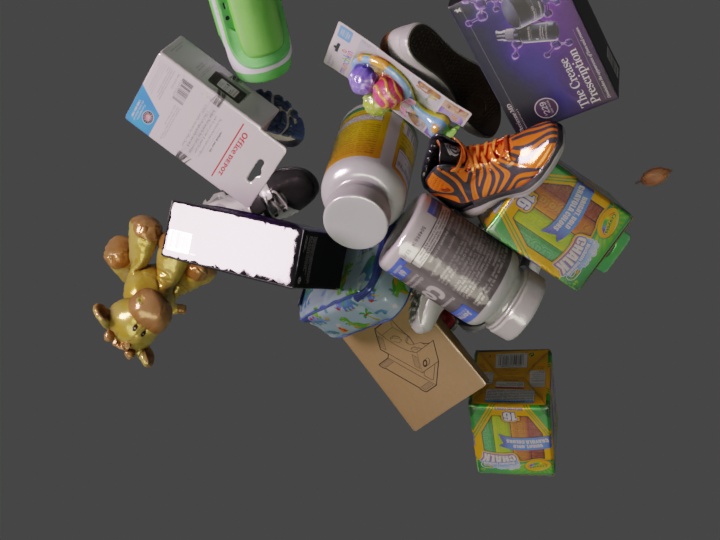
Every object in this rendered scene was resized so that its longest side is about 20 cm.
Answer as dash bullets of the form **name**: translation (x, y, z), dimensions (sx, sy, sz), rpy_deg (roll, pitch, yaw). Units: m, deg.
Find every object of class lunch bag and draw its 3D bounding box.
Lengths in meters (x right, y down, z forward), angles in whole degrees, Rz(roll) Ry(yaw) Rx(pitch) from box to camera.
- **lunch bag**: translation (0.000, 0.000, 1.563), dimensions (0.082, 0.162, 0.199), rpy_deg (31, 151, -23)

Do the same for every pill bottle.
- **pill bottle**: translation (0.133, -0.001, 1.437), dimensions (0.199, 0.114, 0.114), rpy_deg (32, 129, -7)
- **pill bottle**: translation (0.010, -0.122, 1.452), dimensions (0.111, 0.201, 0.114), rpy_deg (6, 131, 7)

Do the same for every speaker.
- **speaker**: translation (-0.142, -0.338, 1.381), dimensions (0.087, 0.089, 0.202), rpy_deg (-2, 129, 14)

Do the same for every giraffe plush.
- **giraffe plush**: translation (-0.329, 0.044, 1.688), dimensions (0.171, 0.163, 0.201), rpy_deg (25, 130, -10)

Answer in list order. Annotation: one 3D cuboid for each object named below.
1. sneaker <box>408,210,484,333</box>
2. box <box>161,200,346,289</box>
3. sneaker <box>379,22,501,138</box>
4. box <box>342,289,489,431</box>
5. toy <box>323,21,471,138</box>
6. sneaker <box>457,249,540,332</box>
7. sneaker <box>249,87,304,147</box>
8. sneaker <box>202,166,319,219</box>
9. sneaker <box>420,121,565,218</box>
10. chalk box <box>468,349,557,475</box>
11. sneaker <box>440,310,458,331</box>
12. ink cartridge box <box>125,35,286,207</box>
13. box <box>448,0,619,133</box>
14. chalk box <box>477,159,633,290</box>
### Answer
- **sneaker**: translation (0.125, 0.000, 1.538), dimensions (0.080, 0.202, 0.076), rpy_deg (25, 160, -11)
- **box**: translation (-0.136, -0.033, 1.460), dimensions (0.198, 0.141, 0.080), rpy_deg (13, 91, 23)
- **sneaker**: translation (0.104, -0.245, 1.433), dimensions (0.200, 0.073, 0.084), rpy_deg (42, 161, -32)
- **box**: translation (0.070, 0.118, 1.610), dimensions (0.201, 0.021, 0.163), rpy_deg (52, 131, 2)
- **toy**: translation (0.036, -0.219, 1.412), dimensions (0.199, 0.047, 0.115), rpy_deg (32, 160, -2)
- **sneaker**: translation (0.172, 0.006, 1.605), dimensions (0.113, 0.076, 0.200), rpy_deg (29, 132, -16)
- **sneaker**: translation (-0.169, -0.199, 1.520), dimensions (0.198, 0.077, 0.086), rpy_deg (17, 138, 10)
- **sneaker**: translation (-0.149, -0.081, 1.597), dimensions (0.198, 0.089, 0.074), rpy_deg (-20, 122, 24)
- **sneaker**: translation (0.151, -0.135, 1.370), dimensions (0.111, 0.078, 0.199), rpy_deg (26, 139, -31)
- **chalk box**: translation (0.243, 0.238, 1.743), dimensions (0.123, 0.124, 0.202), rpy_deg (-2, 129, 14)
- **sneaker**: translation (0.049, 0.062, 1.646), dimensions (0.198, 0.077, 0.085), rpy_deg (8, 138, 34)
- **ink cartridge box**: translation (-0.188, -0.189, 1.435), dimensions (0.199, 0.067, 0.116), rpy_deg (37, 124, -4)
- **box**: translation (0.214, -0.282, 1.358), dimensions (0.140, 0.079, 0.201), rpy_deg (-18, 124, 28)
- **chalk box**: translation (0.267, -0.066, 1.471), dimensions (0.199, 0.124, 0.125), rpy_deg (31, 104, -13)
